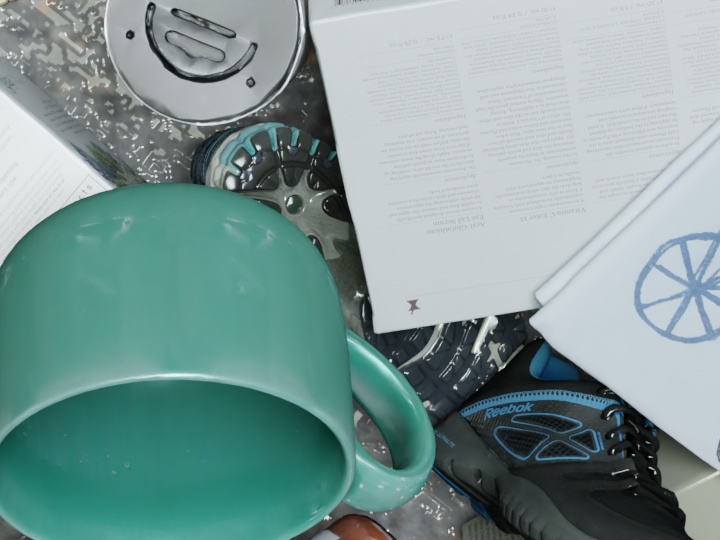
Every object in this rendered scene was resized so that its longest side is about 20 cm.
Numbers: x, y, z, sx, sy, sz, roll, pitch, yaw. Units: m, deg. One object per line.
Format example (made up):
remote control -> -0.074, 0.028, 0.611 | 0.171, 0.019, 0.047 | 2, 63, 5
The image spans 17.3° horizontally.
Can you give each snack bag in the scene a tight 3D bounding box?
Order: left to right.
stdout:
snack bag -> 0.202, 0.014, 0.979 | 0.200, 0.021, 0.189 | 38, 112, -17

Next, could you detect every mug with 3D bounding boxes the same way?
mug -> -0.073, 0.043, 0.985 | 0.151, 0.185, 0.115 | -21, 53, 20

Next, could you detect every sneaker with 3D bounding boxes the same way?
sneaker -> 0.000, 0.000, 1.091 | 0.078, 0.086, 0.200 | -47, 116, -9
sneaker -> 0.098, 0.086, 1.001 | 0.082, 0.200, 0.073 | -49, 124, -5

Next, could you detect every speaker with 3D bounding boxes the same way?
speaker -> -0.061, -0.106, 1.012 | 0.080, 0.200, 0.082 | 0, 96, 1

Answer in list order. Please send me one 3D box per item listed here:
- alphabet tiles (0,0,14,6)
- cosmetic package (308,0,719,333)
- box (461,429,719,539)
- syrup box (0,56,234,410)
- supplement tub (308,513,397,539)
alphabet tiles -> -0.184, -0.225, 1.100 | 0.166, 0.008, 0.201 | -21, 96, 3
cosmetic package -> 0.089, -0.062, 0.978 | 0.198, 0.052, 0.152 | -9, 119, 5
box -> 0.147, 0.113, 1.078 | 0.199, 0.082, 0.069 | -28, 108, 11
syrup box -> -0.123, -0.005, 1.086 | 0.200, 0.079, 0.082 | 40, 96, -3
supplement tub -> -0.049, 0.200, 1.004 | 0.199, 0.107, 0.107 | -35, 95, -14
